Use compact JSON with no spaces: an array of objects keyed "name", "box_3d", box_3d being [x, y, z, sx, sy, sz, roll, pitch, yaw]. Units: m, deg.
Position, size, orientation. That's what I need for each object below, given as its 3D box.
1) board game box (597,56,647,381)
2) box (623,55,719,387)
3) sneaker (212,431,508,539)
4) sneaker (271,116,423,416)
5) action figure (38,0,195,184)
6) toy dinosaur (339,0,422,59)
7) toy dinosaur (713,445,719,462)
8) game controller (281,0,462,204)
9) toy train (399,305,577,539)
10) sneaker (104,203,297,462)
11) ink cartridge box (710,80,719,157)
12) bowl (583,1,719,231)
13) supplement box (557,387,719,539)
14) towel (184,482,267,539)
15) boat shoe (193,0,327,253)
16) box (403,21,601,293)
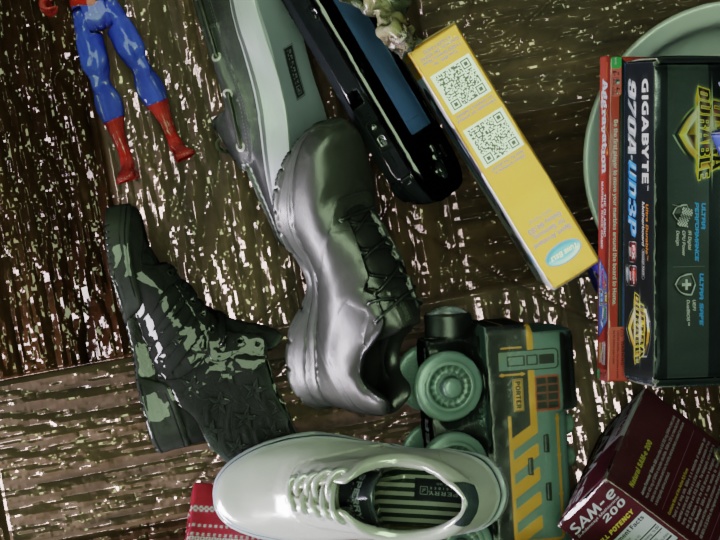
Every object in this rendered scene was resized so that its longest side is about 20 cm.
[{"name":"board game box","box_3d":[0.198,-0.032,1.569,0.103,0.019,0.201,-1,93,-20]},{"name":"box","box_3d":[0.242,-0.031,1.549,0.158,0.046,0.201,-1,93,-19]},{"name":"sneaker","box_3d":[-0.009,0.137,1.586,0.199,0.071,0.073,-5,86,22]},{"name":"sneaker","box_3d":[0.000,0.000,1.603,0.076,0.091,0.201,-24,118,-38]},{"name":"action figure","box_3d":[-0.168,-0.160,1.622,0.065,0.099,0.201,-22,90,-1]},{"name":"toy dinosaur","box_3d":[0.005,-0.210,1.585,0.088,0.201,0.047,31,131,-24]},{"name":"toy dinosaur","box_3d":[0.294,0.128,1.657,0.199,0.058,0.101,-10,72,-37]},{"name":"game controller","box_3d":[0.005,-0.134,1.621,0.042,0.104,0.200,-29,93,25]},{"name":"toy train","box_3d":[0.087,0.121,1.649,0.113,0.085,0.201,-5,93,-11]},{"name":"sneaker","box_3d":[-0.099,0.046,1.651,0.104,0.060,0.201,-12,98,1]},{"name":"ink cartridge box","box_3d":[0.290,-0.048,1.519,0.119,0.042,0.201,-29,105,-18]},{"name":"bowl","box_3d":[0.239,-0.073,1.635,0.200,0.090,0.202,0,93,-2]},{"name":"supplement box","box_3d":[0.235,0.179,1.633,0.200,0.109,0.061,38,127,-2]},{"name":"towel","box_3d":[-0.047,0.226,1.616,0.144,0.023,0.201,1,58,6]},{"name":"boat shoe","box_3d":[-0.069,-0.104,1.642,0.066,0.070,0.201,-7,106,28]},{"name":"box","box_3d":[0.094,-0.063,1.618,0.041,0.119,0.201,-30,92,1]}]
